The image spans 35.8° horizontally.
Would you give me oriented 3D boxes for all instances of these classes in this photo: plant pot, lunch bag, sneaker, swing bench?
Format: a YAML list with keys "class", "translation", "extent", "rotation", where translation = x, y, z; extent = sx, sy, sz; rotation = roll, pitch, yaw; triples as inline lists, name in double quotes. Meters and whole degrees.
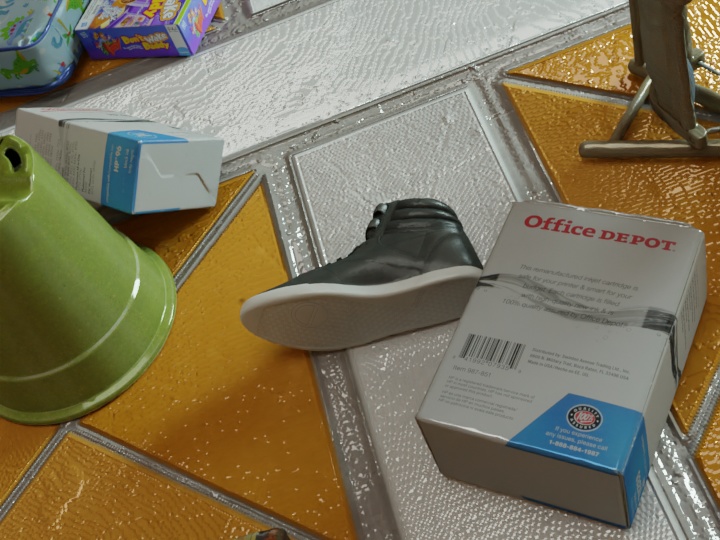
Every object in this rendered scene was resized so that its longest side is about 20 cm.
- class: "plant pot"
  translation: [-0.281, -0.007, 0.927]
  extent: [0.199, 0.190, 0.201]
  rotation: [-10, 49, 12]
- class: "lunch bag"
  translation: [-0.383, -0.287, 1.265]
  extent: [0.160, 0.083, 0.201]
  rotation: [-3, 51, 17]
- class: "sneaker"
  translation: [0.000, 0.000, 0.902]
  extent: [0.199, 0.071, 0.100]
  rotation: [-11, 47, 4]
- class: "swing bench"
  translation: [0.270, -0.174, 0.854]
  extent: [0.199, 0.199, 0.130]
  rotation: [18, 60, 30]

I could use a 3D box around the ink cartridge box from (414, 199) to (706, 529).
- class: "ink cartridge box"
  translation: [0.148, 0.059, 0.785]
  extent: [0.144, 0.084, 0.201]
  rotation: [11, 57, 28]

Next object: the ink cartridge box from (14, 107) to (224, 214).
- class: "ink cartridge box"
  translation: [-0.242, -0.110, 1.040]
  extent: [0.199, 0.068, 0.116]
  rotation: [17, 15, 30]

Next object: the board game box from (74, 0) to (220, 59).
- class: "board game box"
  translation: [-0.221, -0.326, 1.262]
  extent: [0.134, 0.045, 0.201]
  rotation: [2, 53, 21]

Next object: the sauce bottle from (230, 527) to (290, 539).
- class: "sauce bottle"
  translation: [-0.137, 0.234, 0.759]
  extent: [0.199, 0.066, 0.066]
  rotation: [-20, 48, 2]
